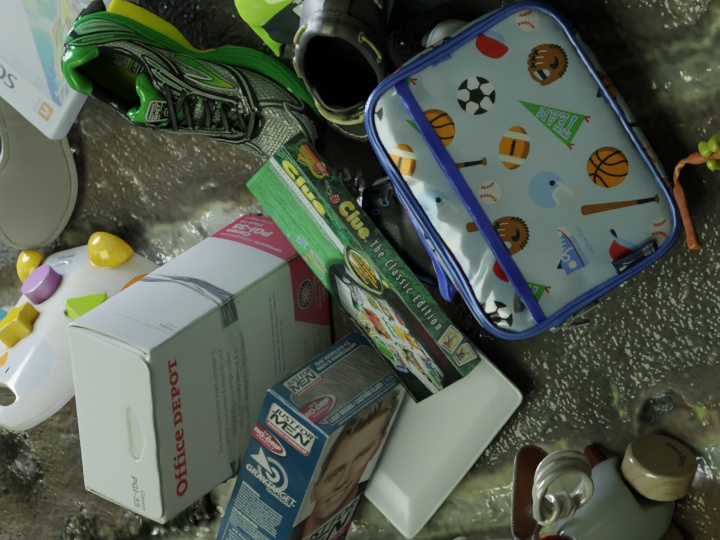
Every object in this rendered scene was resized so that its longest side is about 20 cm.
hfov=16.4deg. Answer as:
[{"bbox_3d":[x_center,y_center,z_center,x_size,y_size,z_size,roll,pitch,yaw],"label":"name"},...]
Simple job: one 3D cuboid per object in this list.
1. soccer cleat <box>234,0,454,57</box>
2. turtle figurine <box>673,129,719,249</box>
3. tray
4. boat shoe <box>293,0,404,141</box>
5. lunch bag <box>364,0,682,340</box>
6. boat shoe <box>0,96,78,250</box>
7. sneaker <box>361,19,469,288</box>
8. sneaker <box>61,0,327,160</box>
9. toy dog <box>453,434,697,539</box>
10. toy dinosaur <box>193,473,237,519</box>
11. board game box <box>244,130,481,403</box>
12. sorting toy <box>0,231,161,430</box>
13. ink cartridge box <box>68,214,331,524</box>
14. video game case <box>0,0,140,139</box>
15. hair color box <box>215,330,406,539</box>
[{"bbox_3d":[0.006,-0.182,1.653,0.200,0.068,0.081,-1,137,39],"label":"soccer cleat"},{"bbox_3d":[0.289,-0.036,1.474,0.200,0.064,0.161,48,130,22],"label":"turtle figurine"},{"bbox_3d":[0.045,0.105,1.816,0.107,0.022,0.200,45,137,11],"label":"tray"},{"bbox_3d":[-0.011,-0.132,1.622,0.072,0.061,0.201,14,157,10],"label":"boat shoe"},{"bbox_3d":[0.100,-0.058,1.565,0.160,0.076,0.200,-30,95,3],"label":"lunch bag"},{"bbox_3d":[-0.261,-0.106,1.956,0.063,0.073,0.200,-103,12,-49],"label":"boat shoe"},{"bbox_3d":[0.041,-0.073,1.672,0.112,0.073,0.200,9,120,40],"label":"sneaker"},{"bbox_3d":[-0.120,-0.118,1.758,0.200,0.085,0.078,20,126,2],"label":"sneaker"},{"bbox_3d":[0.135,0.159,1.667,0.096,0.200,0.132,39,112,41],"label":"toy dog"},{"bbox_3d":[-0.124,0.127,1.958,0.200,0.077,0.102,-130,31,-58],"label":"toy dinosaur"},{"bbox_3d":[0.000,0.000,1.728,0.200,0.023,0.105,52,161,-1],"label":"board game box"},{"bbox_3d":[-0.248,0.070,1.935,0.200,0.180,0.107,-13,120,46],"label":"sorting toy"},{"bbox_3d":[-0.112,0.068,1.803,0.083,0.200,0.147,19,125,33],"label":"ink cartridge box"},{"bbox_3d":[-0.242,-0.228,1.828,0.182,0.022,0.200,40,116,17],"label":"video game case"},{"bbox_3d":[-0.039,0.148,1.829,0.061,0.100,0.200,38,135,19],"label":"hair color box"}]
